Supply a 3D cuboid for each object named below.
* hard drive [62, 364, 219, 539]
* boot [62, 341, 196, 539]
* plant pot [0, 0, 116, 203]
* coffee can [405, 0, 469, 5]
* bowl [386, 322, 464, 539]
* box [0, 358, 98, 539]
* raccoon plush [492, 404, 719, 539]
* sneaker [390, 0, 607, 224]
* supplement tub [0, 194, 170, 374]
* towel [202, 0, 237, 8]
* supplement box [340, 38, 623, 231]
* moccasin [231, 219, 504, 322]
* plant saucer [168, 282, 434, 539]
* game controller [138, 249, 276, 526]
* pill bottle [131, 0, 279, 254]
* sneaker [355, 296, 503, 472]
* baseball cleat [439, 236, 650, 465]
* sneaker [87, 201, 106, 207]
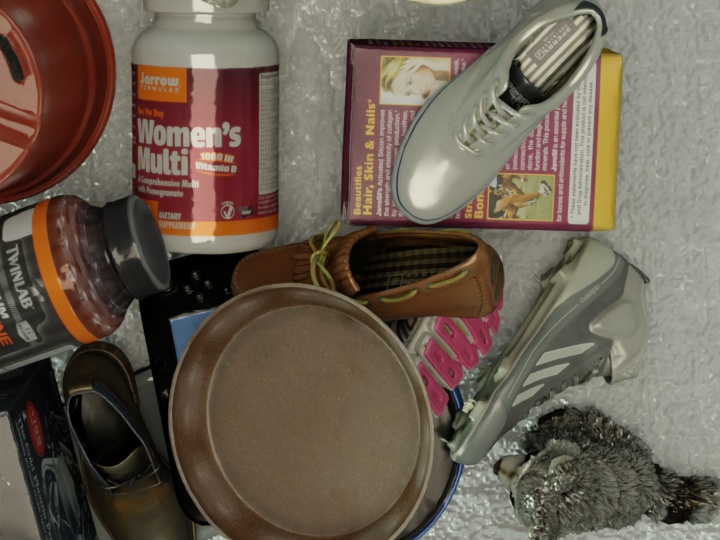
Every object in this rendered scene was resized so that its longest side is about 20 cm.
[{"bbox_3d":[-0.188,0.160,1.543,0.199,0.033,0.140,-24,99,3],"label":"hard drive"},{"bbox_3d":[-0.176,0.157,1.476,0.074,0.097,0.201,-21,99,3],"label":"boot"},{"bbox_3d":[-0.281,-0.132,1.409,0.199,0.195,0.203,0,100,-1],"label":"plant pot"},{"bbox_3d":[0.049,-0.261,1.387,0.145,0.200,0.148,0,100,-1],"label":"coffee can"},{"bbox_3d":[-0.013,0.129,1.516,0.199,0.039,0.203,-1,94,-10],"label":"bowl"},{"bbox_3d":[-0.260,0.183,1.437,0.103,0.182,0.202,-13,100,1],"label":"box"},{"bbox_3d":[0.197,0.160,1.493,0.198,0.134,0.098,-1,99,0],"label":"raccoon plush"},{"bbox_3d":[0.092,-0.115,1.374,0.073,0.071,0.200,38,96,-5],"label":"sneaker"},{"bbox_3d":[-0.237,0.011,1.407,0.199,0.107,0.108,-20,100,10],"label":"supplement tub"},{"bbox_3d":[-0.136,-0.266,1.413,0.199,0.035,0.133,26,72,23],"label":"towel"},{"bbox_3d":[0.086,-0.100,1.464,0.198,0.103,0.132,3,99,-1],"label":"supplement box"},{"bbox_3d":[0.000,0.001,1.411,0.200,0.078,0.074,3,58,25],"label":"moccasin"},{"bbox_3d":[-0.038,0.106,1.387,0.199,0.034,0.202,4,99,22],"label":"plant saucer"},{"bbox_3d":[-0.098,0.083,1.463,0.103,0.042,0.202,-16,75,11],"label":"game controller"},{"bbox_3d":[-0.113,-0.119,1.456,0.108,0.110,0.202,0,100,-1],"label":"pill bottle"},{"bbox_3d":[0.031,0.059,1.462,0.201,0.087,0.074,-58,137,-22],"label":"sneaker"},{"bbox_3d":[0.150,0.075,1.496,0.106,0.070,0.201,34,85,-7],"label":"baseball cleat"},{"bbox_3d":[-0.270,0.006,1.501,0.198,0.075,0.089,-5,112,-1],"label":"sneaker"}]
